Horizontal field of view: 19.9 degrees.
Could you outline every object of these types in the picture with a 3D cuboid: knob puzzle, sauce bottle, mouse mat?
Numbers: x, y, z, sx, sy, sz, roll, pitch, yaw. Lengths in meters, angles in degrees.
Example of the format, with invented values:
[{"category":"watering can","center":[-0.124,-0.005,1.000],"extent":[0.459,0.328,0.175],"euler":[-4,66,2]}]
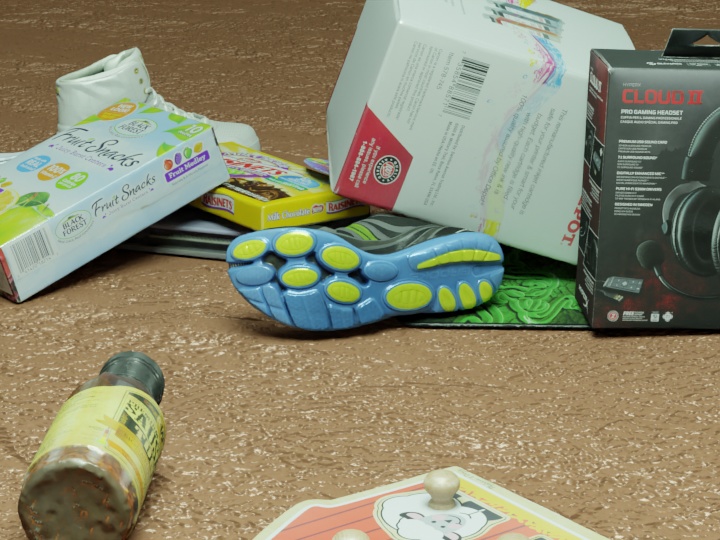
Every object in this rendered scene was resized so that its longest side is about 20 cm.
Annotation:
[{"category":"knob puzzle","center":[0.024,0.143,1.029],"extent":[0.217,0.031,0.220],"euler":[-1,17,0]},{"category":"sauce bottle","center":[-0.142,0.094,1.137],"extent":[0.065,0.067,0.200],"euler":[0,19,3]},{"category":"mouse mat","center":[0.112,0.009,1.506],"extent":[0.159,0.008,0.200],"euler":[1,18,6]}]

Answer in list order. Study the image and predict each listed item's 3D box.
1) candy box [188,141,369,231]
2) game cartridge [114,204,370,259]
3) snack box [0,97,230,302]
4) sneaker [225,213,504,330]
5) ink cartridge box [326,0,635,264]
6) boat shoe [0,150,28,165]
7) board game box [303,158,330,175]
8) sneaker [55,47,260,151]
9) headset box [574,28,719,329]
[{"category":"candy box","center":[-0.090,-0.068,1.631],"extent":[0.102,0.027,0.199],"euler":[-9,19,-35]},{"category":"game cartridge","center":[-0.105,-0.042,1.643],"extent":[0.198,0.039,0.130],"euler":[5,22,21]},{"category":"snack box","center":[-0.221,-0.059,1.576],"extent":[0.199,0.053,0.142],"euler":[-31,31,-26]},{"category":"sneaker","center":[0.000,0.000,1.432],"extent":[0.198,0.072,0.083],"euler":[-2,10,-19]},{"category":"ink cartridge box","center":[0.092,-0.120,1.498],"extent":[0.198,0.146,0.145],"euler":[17,26,-12]},{"category":"boat shoe","center":[-0.257,-0.067,1.701],"extent":[0.198,0.072,0.062],"euler":[-12,41,-16]},{"category":"board game box","center":[0.055,-0.079,1.632],"extent":[0.198,0.039,0.158],"euler":[15,7,-9]},{"category":"sneaker","center":[-0.179,-0.142,1.836],"extent":[0.198,0.117,0.074],"euler":[-9,17,-30]},{"category":"headset box","center":[0.229,-0.066,1.397],"extent":[0.147,0.202,0.077],"euler":[1,17,-5]}]
